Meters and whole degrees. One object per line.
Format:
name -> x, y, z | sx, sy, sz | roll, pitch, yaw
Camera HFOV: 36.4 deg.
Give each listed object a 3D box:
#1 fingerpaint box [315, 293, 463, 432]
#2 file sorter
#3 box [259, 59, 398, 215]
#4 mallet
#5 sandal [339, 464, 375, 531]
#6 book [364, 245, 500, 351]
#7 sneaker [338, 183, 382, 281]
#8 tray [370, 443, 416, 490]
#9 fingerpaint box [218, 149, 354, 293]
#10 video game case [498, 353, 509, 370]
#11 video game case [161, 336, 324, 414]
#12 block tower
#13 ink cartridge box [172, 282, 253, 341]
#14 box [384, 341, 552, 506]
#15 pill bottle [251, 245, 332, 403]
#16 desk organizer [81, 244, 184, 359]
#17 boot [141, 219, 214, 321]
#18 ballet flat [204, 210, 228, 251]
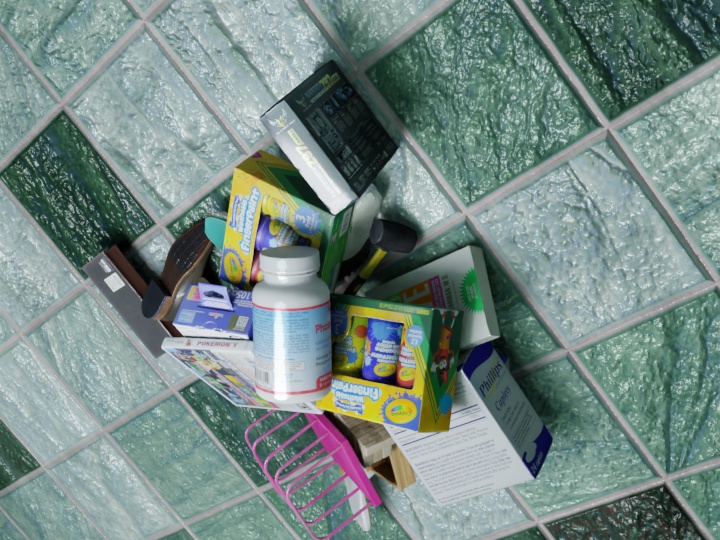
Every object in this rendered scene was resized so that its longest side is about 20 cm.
fingerpaint box -> 0.037, 0.126, 1.535 | 0.199, 0.073, 0.169 | 8, 90, 44
file sorter -> -0.084, 0.310, 1.743 | 0.200, 0.125, 0.140 | 36, 157, 57
box -> -0.037, -0.180, 1.450 | 0.051, 0.200, 0.158 | -32, 102, 28
mallet -> 0.000, 0.000, 1.614 | 0.066, 0.041, 0.200 | 22, 125, -34
sandal -> 0.002, 0.338, 1.857 | 0.079, 0.059, 0.209 | 24, 129, 63
book -> 0.104, 0.063, 1.586 | 0.199, 0.048, 0.135 | -26, 66, 36
sneaker -> -0.022, -0.060, 1.615 | 0.073, 0.071, 0.201 | 51, 139, 30
tray -> 0.030, 0.242, 1.752 | 0.098, 0.037, 0.202 | 19, 128, 60
fingerpaint box -> -0.109, -0.046, 1.577 | 0.166, 0.073, 0.201 | 27, 128, 16
video game case -> 0.136, 0.202, 1.705 | 0.198, 0.045, 0.183 | 8, 122, 26
video game case -> -0.175, 0.158, 1.652 | 0.181, 0.023, 0.200 | 0, 149, 36
block tower -> -0.021, 0.226, 1.735 | 0.200, 0.054, 0.058 | 46, 150, 42
ink cartridge box -> -0.185, 0.090, 1.635 | 0.135, 0.077, 0.200 | 7, 153, 26
box -> 0.149, 0.222, 1.611 | 0.183, 0.105, 0.201 | -26, 104, 37
pill bottle -> -0.094, 0.073, 1.504 | 0.108, 0.109, 0.202 | 6, 105, 26
desk organizer -> -0.371, 0.042, 1.865 | 0.071, 0.077, 0.201 | -29, 103, 39
boot -> -0.271, 0.005, 1.803 | 0.200, 0.097, 0.075 | -51, 50, 18
ballet flat -> -0.150, -0.032, 1.700 | 0.199, 0.072, 0.072 | 33, 131, 10
